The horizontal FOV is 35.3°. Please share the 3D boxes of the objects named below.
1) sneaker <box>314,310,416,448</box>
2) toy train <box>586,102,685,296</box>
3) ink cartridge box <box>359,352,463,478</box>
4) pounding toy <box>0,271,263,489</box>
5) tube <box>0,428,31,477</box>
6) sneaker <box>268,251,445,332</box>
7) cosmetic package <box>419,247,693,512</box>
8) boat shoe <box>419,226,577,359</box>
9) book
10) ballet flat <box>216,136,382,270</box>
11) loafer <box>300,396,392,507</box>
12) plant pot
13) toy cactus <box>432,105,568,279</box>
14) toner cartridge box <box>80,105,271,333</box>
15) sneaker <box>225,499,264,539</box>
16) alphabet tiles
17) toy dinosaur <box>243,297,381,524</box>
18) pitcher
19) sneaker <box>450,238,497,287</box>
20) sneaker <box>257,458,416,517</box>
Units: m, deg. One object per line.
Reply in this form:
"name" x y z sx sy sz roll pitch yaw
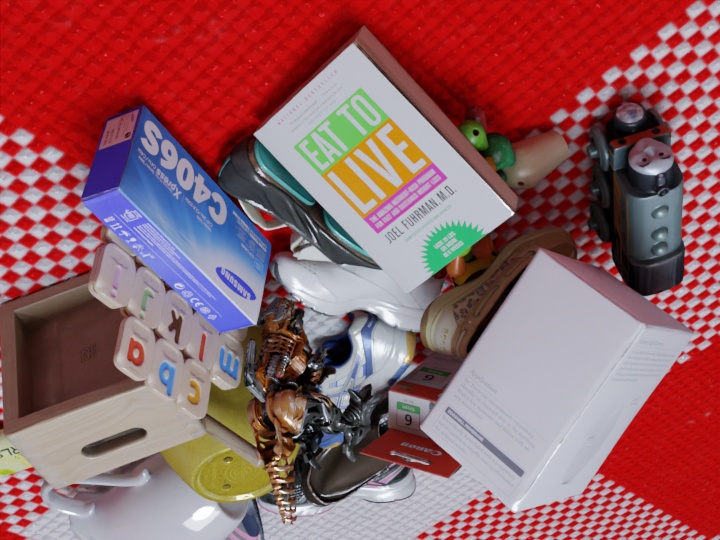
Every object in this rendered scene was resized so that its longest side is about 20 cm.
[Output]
"sneaker" -0.020 0.115 1.253 0.088 0.076 0.201 24 124 -16
"toy train" 0.276 -0.068 1.113 0.085 0.115 0.201 -17 139 -2
"ink cartridge box" 0.091 0.146 1.205 0.108 0.200 0.051 11 111 27
"pounding toy" -0.216 0.108 1.075 0.198 0.185 0.143 -20 139 2
"tube" -0.341 0.182 1.217 0.198 0.052 0.058 -19 99 9
"sneaker" 0.000 0.000 1.136 0.199 0.075 0.088 9 117 -34
"cosmetic package" 0.188 0.100 1.058 0.201 0.123 0.199 -56 154 12
"boat shoe" 0.147 0.026 1.092 0.199 0.062 0.074 -35 125 -25
"book" 0.022 -0.090 0.984 0.200 0.048 0.133 45 119 -13
"ballet flat" -0.054 -0.054 1.056 0.068 0.068 0.200 -31 128 29
"loafer" 0.013 0.198 1.305 0.200 0.071 0.073 -40 95 -3
"plant pot" -0.136 0.156 1.187 0.198 0.143 0.201 -10 139 -9
"toy cactus" 0.119 -0.086 1.074 0.164 0.102 0.201 -28 139 -17
"toner cartridge box" -0.154 -0.040 0.987 0.043 0.096 0.200 -14 138 27
"sneaker" -0.164 0.316 1.405 0.081 0.070 0.201 -12 137 -11
"alphabet tiles" -0.163 0.023 1.002 0.014 0.197 0.200 -14 144 26
"toy dinosaur" -0.068 0.132 1.073 0.102 0.202 0.135 8 166 43
"pitcher" -0.245 0.260 1.287 0.199 0.122 0.172 -20 137 20
"sneaker" 0.146 0.050 1.212 0.070 0.090 0.200 -25 138 8
"sneaker" -0.032 0.234 1.376 0.198 0.080 0.087 -8 118 -12
